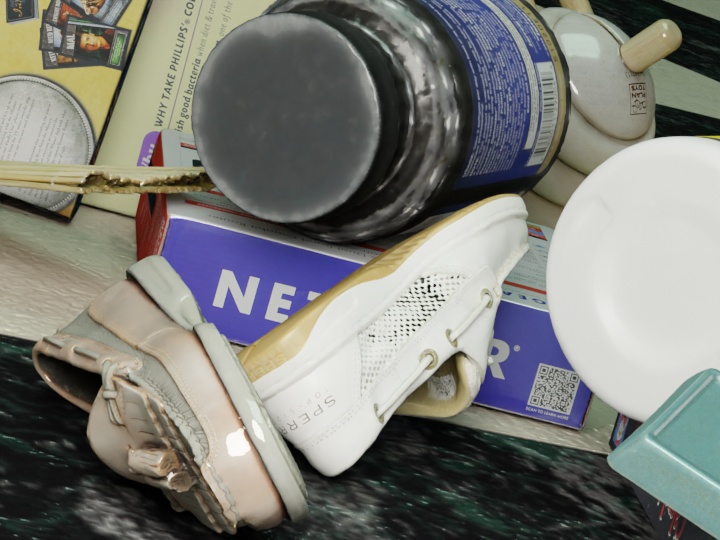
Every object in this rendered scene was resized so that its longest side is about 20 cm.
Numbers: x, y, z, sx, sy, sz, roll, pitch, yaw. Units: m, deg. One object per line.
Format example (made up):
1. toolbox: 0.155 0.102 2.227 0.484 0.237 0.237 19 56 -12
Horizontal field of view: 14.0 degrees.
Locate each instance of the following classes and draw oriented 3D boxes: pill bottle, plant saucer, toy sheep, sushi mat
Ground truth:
1. pill bottle: 0.172 0.001 1.201 0.114 0.115 0.200 24 16 31
2. plant saucer: 0.186 0.102 1.038 0.200 0.019 0.070 33 39 17
3. toy sheep: 0.087 -0.082 1.532 0.138 0.200 0.138 24 50 -32
4. sushi mat: -0.166 -0.044 1.256 0.200 0.012 0.096 5 4 32
5. pill bottle: 0.009 -0.070 1.259 0.112 0.112 0.200 21 13 20

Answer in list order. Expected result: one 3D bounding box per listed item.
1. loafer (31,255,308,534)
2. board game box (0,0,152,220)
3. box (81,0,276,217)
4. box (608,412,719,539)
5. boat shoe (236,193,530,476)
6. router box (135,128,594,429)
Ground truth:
1. loafer: -0.069 0.051 1.010 0.063 0.072 0.200 -26 20 -6
2. board game box: -0.161 -0.141 1.346 0.135 0.200 0.035 21 9 -3
3. box: -0.057 -0.111 1.428 0.200 0.176 0.097 14 13 -7
4. box: 0.183 0.097 1.152 0.136 0.038 0.200 14 13 -9
5. boat shoe: 0.019 0.028 1.155 0.069 0.071 0.200 57 36 -1
6. router box: 0.000 0.000 1.316 0.200 0.049 0.180 15 13 -8
